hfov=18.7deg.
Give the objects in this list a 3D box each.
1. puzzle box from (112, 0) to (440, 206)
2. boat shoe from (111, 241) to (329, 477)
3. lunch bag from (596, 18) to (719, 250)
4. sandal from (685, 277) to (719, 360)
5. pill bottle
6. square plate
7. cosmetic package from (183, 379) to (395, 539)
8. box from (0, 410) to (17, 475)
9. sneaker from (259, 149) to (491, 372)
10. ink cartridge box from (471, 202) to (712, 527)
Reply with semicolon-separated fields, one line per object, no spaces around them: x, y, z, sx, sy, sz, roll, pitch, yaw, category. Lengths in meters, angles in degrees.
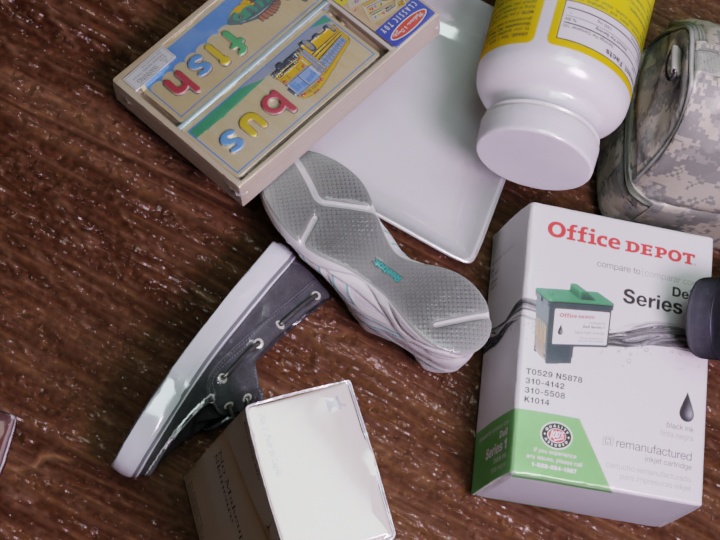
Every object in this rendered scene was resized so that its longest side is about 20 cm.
-0.058;-0.150;1.530;0.133;0.025;0.200;39;69;21;puzzle box
-0.089;0.071;1.472;0.066;0.070;0.200;37;59;0;boat shoe
0.289;-0.101;1.578;0.199;0.168;0.140;12;70;-12;lunch bag
0.288;0.035;1.548;0.200;0.043;0.077;-12;104;-58;sandal
0.146;-0.164;1.560;0.112;0.112;0.201;21;66;-9;pill bottle
0.024;-0.127;1.587;0.199;0.028;0.199;26;68;-6;square plate
-0.049;0.148;1.381;0.073;0.200;0.104;-12;75;-18;cosmetic package
-0.332;0.149;1.318;0.199;0.166;0.165;20;69;-10;box
0.000;0.000;1.511;0.200;0.080;0.070;44;65;9;sneaker
0.164;0.066;1.532;0.145;0.084;0.201;10;70;-13;ink cartridge box
